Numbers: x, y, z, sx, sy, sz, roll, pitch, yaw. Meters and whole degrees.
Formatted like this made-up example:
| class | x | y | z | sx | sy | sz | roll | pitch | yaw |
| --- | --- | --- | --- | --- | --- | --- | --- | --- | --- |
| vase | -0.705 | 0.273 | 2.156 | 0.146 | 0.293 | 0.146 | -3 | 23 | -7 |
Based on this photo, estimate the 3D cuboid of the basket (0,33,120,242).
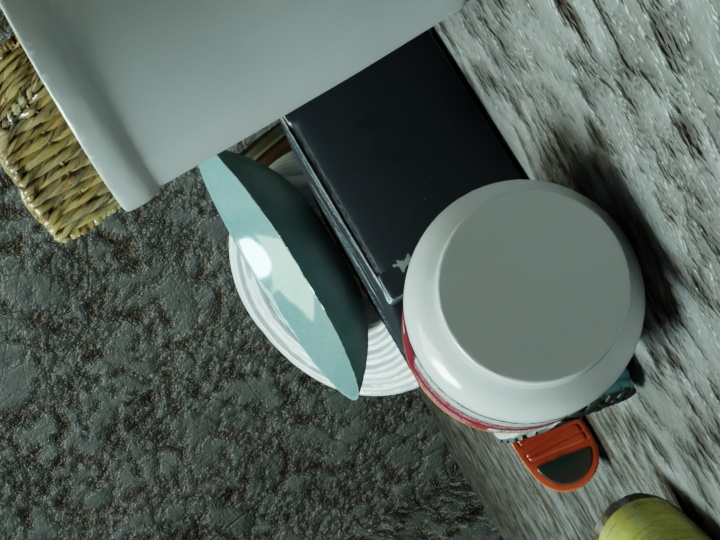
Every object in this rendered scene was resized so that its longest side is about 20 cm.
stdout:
| class | x | y | z | sx | sy | sz | roll | pitch | yaw |
| --- | --- | --- | --- | --- | --- | --- | --- | --- | --- |
| basket | -0.187 | -0.147 | 1.407 | 0.149 | 0.200 | 0.143 | 54 | 175 | 48 |

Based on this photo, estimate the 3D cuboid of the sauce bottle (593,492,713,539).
| class | x | y | z | sx | sy | sz | roll | pitch | yaw |
| --- | --- | --- | --- | --- | --- | --- | --- | --- | --- |
| sauce bottle | 0.186 | 0.182 | 1.125 | 0.065 | 0.065 | 0.200 | 61 | 178 | -10 |

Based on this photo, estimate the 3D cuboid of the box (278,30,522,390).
| class | x | y | z | sx | sy | sz | roll | pitch | yaw |
| --- | --- | --- | --- | --- | --- | --- | --- | --- | --- |
| box | 0.038 | -0.034 | 1.194 | 0.148 | 0.104 | 0.200 | 60 | 177 | 18 |

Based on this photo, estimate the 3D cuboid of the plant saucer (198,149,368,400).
| class | x | y | z | sx | sy | sz | roll | pitch | yaw |
| --- | --- | --- | --- | --- | --- | --- | --- | --- | --- |
| plant saucer | -0.042 | -0.007 | 1.313 | 0.201 | 0.039 | 0.201 | 56 | 170 | 15 |

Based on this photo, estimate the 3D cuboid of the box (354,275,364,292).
| class | x | y | z | sx | sy | sz | roll | pitch | yaw |
| --- | --- | --- | --- | --- | --- | --- | --- | --- | --- |
| box | 0.027 | 0.014 | 1.595 | 0.200 | 0.035 | 0.110 | 11 | -141 | -48 |

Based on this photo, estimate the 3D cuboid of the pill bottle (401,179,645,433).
| class | x | y | z | sx | sy | sz | roll | pitch | yaw |
| --- | --- | --- | --- | --- | --- | --- | --- | --- | --- |
| pill bottle | 0.076 | 0.018 | 0.936 | 0.113 | 0.113 | 0.200 | 60 | 177 | 7 |

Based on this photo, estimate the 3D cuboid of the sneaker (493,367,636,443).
| class | x | y | z | sx | sy | sz | roll | pitch | yaw |
| --- | --- | --- | --- | --- | --- | --- | --- | --- | --- |
| sneaker | 0.114 | 0.049 | 1.166 | 0.200 | 0.077 | 0.087 | 127 | 124 | -79 |

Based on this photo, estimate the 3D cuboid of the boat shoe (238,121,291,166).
| class | x | y | z | sx | sy | sz | roll | pitch | yaw |
| --- | --- | --- | --- | --- | --- | --- | --- | --- | --- |
| boat shoe | -0.040 | -0.100 | 1.619 | 0.068 | 0.072 | 0.200 | 57 | -138 | -6 |

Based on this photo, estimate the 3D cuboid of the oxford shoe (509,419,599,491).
| class | x | y | z | sx | sy | sz | roll | pitch | yaw |
| --- | --- | --- | --- | --- | --- | --- | --- | --- | --- |
| oxford shoe | 0.109 | 0.080 | 1.485 | 0.200 | 0.071 | 0.073 | 60 | -178 | 6 |

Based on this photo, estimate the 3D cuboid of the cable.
| class | x | y | z | sx | sy | sz | roll | pitch | yaw |
| --- | --- | --- | --- | --- | --- | --- | --- | --- | --- |
| cable | 0.000 | 0.000 | 1.410 | 0.069 | 0.199 | 0.200 | -49 | -62 | -46 |

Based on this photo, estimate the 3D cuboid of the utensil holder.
| class | x | y | z | sx | sy | sz | roll | pitch | yaw |
| --- | --- | --- | --- | --- | --- | --- | --- | --- | --- |
| utensil holder | -0.071 | -0.152 | 0.963 | 0.170 | 0.200 | 0.170 | 59 | 177 | 5 |

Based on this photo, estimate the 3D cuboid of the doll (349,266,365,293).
| class | x | y | z | sx | sy | sz | roll | pitch | yaw |
| --- | --- | --- | --- | --- | --- | --- | --- | --- | --- |
| doll | -0.001 | -0.072 | 1.554 | 0.136 | 0.048 | 0.201 | 37 | -145 | -37 |
